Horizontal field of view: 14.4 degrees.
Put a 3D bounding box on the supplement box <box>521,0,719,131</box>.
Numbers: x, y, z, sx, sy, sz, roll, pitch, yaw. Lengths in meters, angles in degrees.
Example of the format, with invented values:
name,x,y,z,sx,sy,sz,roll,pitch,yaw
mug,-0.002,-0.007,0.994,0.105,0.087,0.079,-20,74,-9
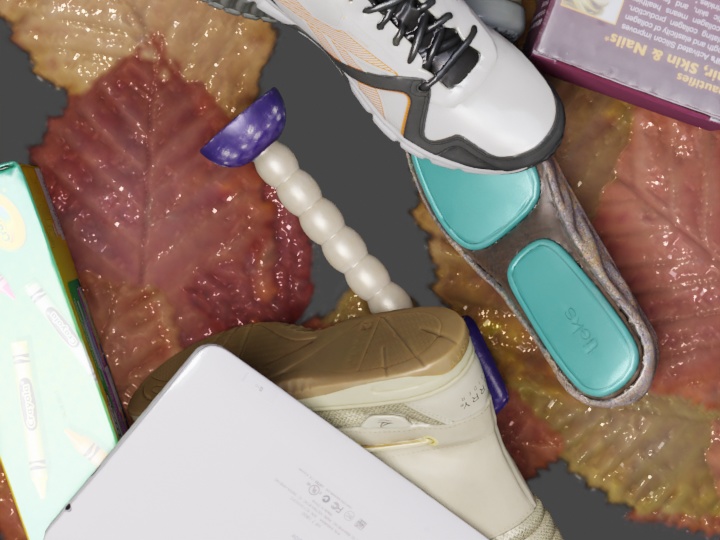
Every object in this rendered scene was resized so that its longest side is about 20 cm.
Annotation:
name,x,y,z,sx,sy,sz,roll,pitch,yaw
supplement box,0.165,-0.181,1.438,0.110,0.086,0.200,19,90,-3

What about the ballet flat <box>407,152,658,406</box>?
name,x,y,z,sx,sy,sz,roll,pitch,yaw
ballet flat,0.086,-0.017,1.438,0.068,0.067,0.200,-33,77,19

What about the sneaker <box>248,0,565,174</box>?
name,x,y,z,sx,sy,sz,roll,pitch,yaw
sneaker,0.015,-0.116,1.367,0.200,0.080,0.074,36,79,-3

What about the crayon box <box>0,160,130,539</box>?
name,x,y,z,sx,sy,sz,roll,pitch,yaw
crayon box,-0.158,0.048,1.415,0.058,0.119,0.200,-19,92,-1

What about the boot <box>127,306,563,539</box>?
name,x,y,z,sx,sy,sz,roll,pitch,yaw
boot,-0.007,0.100,1.439,0.200,0.073,0.156,-10,124,30

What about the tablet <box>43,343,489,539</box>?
name,x,y,z,sx,sy,sz,roll,pitch,yaw
tablet,-0.038,0.135,1.369,0.200,0.014,0.130,37,99,-22

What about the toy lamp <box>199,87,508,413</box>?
name,x,y,z,sx,sy,sz,roll,pitch,yaw
toy lamp,0.000,0.000,1.451,0.058,0.058,0.200,-41,92,-1

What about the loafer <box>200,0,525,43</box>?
name,x,y,z,sx,sy,sz,roll,pitch,yaw
loafer,-0.012,-0.162,1.446,0.200,0.075,0.070,11,79,-6
